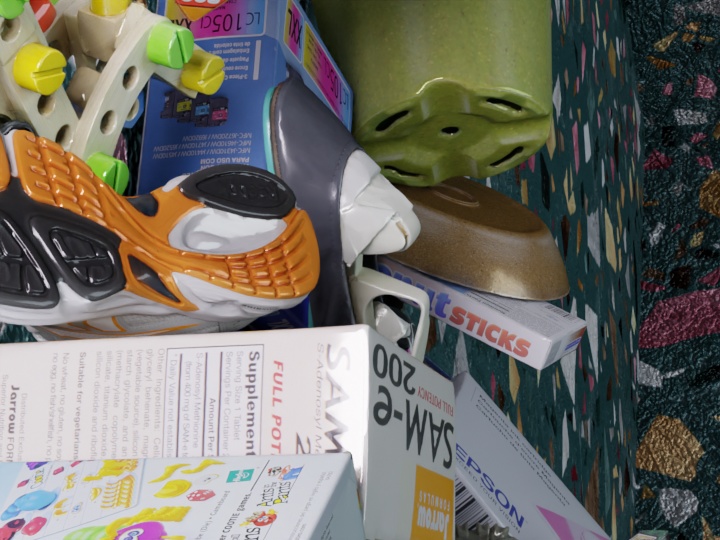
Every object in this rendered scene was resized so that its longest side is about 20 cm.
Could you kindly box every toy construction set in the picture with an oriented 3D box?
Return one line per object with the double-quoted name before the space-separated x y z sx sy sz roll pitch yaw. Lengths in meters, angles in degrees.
"toy construction set" -0.133 -0.105 0.578 0.132 0.091 0.201 -55 138 -25

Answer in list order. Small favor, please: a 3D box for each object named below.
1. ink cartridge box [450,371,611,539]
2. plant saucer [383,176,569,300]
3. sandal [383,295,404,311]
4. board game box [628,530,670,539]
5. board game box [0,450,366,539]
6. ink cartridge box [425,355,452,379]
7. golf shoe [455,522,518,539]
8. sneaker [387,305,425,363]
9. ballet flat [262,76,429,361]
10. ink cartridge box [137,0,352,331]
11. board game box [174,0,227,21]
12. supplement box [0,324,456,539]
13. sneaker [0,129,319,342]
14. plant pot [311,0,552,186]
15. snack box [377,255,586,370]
"ink cartridge box" 0.109 0.155 0.892 0.197 0.043 0.200 49 18 -3
"plant saucer" 0.057 -0.038 1.028 0.200 0.199 0.036 -33 144 -71
"sandal" -0.023 0.045 0.989 0.200 0.057 0.081 -24 130 -58
"board game box" 0.103 0.219 0.737 0.199 0.023 0.106 -25 103 -40
"board game box" -0.101 0.126 0.454 0.105 0.198 0.104 -56 140 -65
"ink cartridge box" 0.061 0.161 1.106 0.076 0.136 0.201 -35 137 -16
"golf shoe" 0.010 0.207 0.754 0.199 0.078 0.098 -33 140 -20
"sneaker" 0.004 0.087 0.937 0.087 0.080 0.201 -53 165 -42
"ballet flat" 0.000 0.000 0.747 0.073 0.072 0.202 -57 143 -63
"ink cartridge box" -0.062 -0.034 0.816 0.137 0.075 0.202 49 42 -64
"board game box" -0.055 -0.265 0.553 0.201 0.199 0.200 59 1 31
"supplement box" -0.073 0.070 0.562 0.126 0.198 0.074 38 51 -69
"sneaker" -0.114 0.004 0.562 0.199 0.092 0.076 8 56 -38
"plant pot" 0.048 -0.164 0.967 0.200 0.198 0.186 51 30 -63
"snack box" 0.048 0.006 0.985 0.072 0.199 0.025 -18 131 -61
